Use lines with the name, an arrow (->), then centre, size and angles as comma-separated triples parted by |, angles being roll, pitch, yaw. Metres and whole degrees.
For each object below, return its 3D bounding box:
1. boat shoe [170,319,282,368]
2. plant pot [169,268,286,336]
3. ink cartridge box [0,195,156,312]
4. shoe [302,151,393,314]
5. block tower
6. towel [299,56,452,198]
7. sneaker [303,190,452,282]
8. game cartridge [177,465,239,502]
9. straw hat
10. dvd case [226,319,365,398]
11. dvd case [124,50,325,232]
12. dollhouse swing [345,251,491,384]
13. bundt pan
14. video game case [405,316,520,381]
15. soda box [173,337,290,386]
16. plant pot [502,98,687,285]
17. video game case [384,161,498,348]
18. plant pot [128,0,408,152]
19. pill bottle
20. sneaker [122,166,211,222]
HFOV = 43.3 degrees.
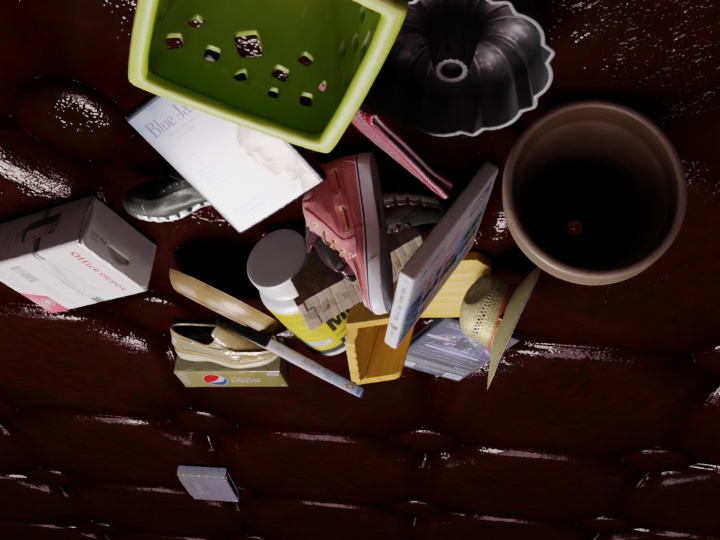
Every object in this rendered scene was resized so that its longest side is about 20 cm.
boat shoe -> -0.233, 0.119, 1.545 | 0.197, 0.072, 0.077 | -1, 137, 12
plant pot -> -0.205, 0.054, 1.374 | 0.198, 0.028, 0.200 | 27, 173, 4
ink cartridge box -> -0.422, -0.020, 1.326 | 0.198, 0.086, 0.146 | -10, 146, 28
shoe -> -0.016, -0.041, 1.108 | 0.090, 0.203, 0.071 | -10, 168, 13
block tower -> 0.000, 0.000, 1.219 | 0.198, 0.058, 0.054 | -30, 132, -6
towel -> 0.008, -0.158, 0.948 | 0.023, 0.200, 0.144 | -48, 131, 5
sneaker -> 0.020, -0.041, 1.169 | 0.197, 0.117, 0.076 | 4, 172, 11
game cartridge -> -0.385, 0.540, 2.303 | 0.128, 0.039, 0.201 | 6, 150, 7
straw hat -> 0.183, 0.058, 1.279 | 0.084, 0.202, 0.202 | 24, 151, 11
dvd case -> -0.101, 0.137, 1.408 | 0.199, 0.018, 0.142 | 32, 170, -33
dvd case -> -0.154, -0.144, 1.053 | 0.142, 0.018, 0.200 | -28, 121, 29
dollhouse swing -> 0.088, 0.075, 1.332 | 0.173, 0.184, 0.201 | 12, 150, 10
bundt pan -> 0.092, -0.226, 0.900 | 0.199, 0.077, 0.203 | 5, 149, 3
video game case -> 0.157, 0.131, 1.542 | 0.141, 0.019, 0.200 | 18, 146, -19
soda box -> -0.226, 0.163, 1.611 | 0.197, 0.069, 0.064 | -1, 149, 11
plant pot -> 0.256, -0.071, 1.050 | 0.197, 0.203, 0.175 | 3, 168, 5
video game case -> 0.100, -0.017, 1.145 | 0.024, 0.201, 0.183 | 32, 152, 13
plant pot -> -0.070, -0.251, 0.775 | 0.198, 0.183, 0.199 | 19, 147, -13
pill bottle -> -0.078, 0.033, 1.323 | 0.113, 0.116, 0.200 | -8, 147, 22
sneaker -> -0.217, -0.115, 1.155 | 0.197, 0.067, 0.091 | -5, 145, 11
